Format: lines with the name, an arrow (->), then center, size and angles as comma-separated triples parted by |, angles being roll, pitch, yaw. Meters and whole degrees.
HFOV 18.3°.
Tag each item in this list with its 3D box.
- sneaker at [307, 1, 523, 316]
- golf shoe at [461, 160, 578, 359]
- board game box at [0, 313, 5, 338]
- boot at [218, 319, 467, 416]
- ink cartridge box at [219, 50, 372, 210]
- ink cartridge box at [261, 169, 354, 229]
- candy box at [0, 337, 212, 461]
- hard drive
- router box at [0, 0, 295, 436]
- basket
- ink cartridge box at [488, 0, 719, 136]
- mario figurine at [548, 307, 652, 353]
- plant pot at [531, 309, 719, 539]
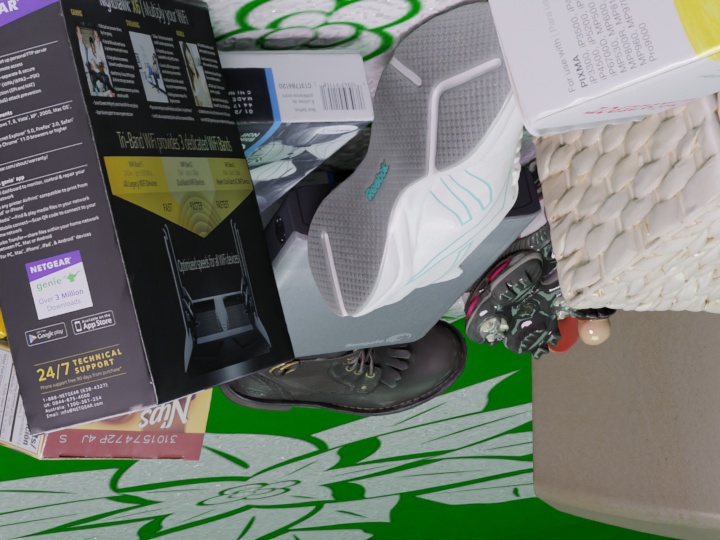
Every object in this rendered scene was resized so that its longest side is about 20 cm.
sneaker -> 0.044, -0.057, 1.077 | 0.080, 0.071, 0.200 | -10, 149, -35
golf shoe -> 0.123, -0.042, 1.270 | 0.077, 0.088, 0.200 | 25, 122, -37
board game box -> -0.214, -0.016, 1.059 | 0.199, 0.026, 0.200 | 12, 158, -21
boot -> -0.009, 0.053, 1.532 | 0.199, 0.070, 0.174 | -6, 166, -11
ink cartridge box -> -0.082, -0.052, 1.085 | 0.099, 0.039, 0.200 | -5, 166, -27
ink cartridge box -> -0.052, -0.009, 1.311 | 0.099, 0.039, 0.200 | -6, 164, -26
candy box -> -0.192, 0.059, 1.258 | 0.199, 0.057, 0.116 | 15, -174, 42
hard drive -> 0.000, 0.000, 1.243 | 0.139, 0.033, 0.200 | -7, 162, -20
router box -> -0.090, -0.027, 0.871 | 0.052, 0.158, 0.200 | -14, 179, 12
basket -> 0.175, -0.063, 1.080 | 0.123, 0.136, 0.200 | -4, 164, -19
ink cartridge box -> 0.163, -0.126, 0.874 | 0.199, 0.084, 0.145 | -20, 176, 28
mario figurine -> 0.168, -0.001, 1.369 | 0.123, 0.106, 0.200 | 34, 134, -28
plant pot -> 0.229, 0.112, 1.749 | 0.176, 0.201, 0.200 | -2, 169, 13
